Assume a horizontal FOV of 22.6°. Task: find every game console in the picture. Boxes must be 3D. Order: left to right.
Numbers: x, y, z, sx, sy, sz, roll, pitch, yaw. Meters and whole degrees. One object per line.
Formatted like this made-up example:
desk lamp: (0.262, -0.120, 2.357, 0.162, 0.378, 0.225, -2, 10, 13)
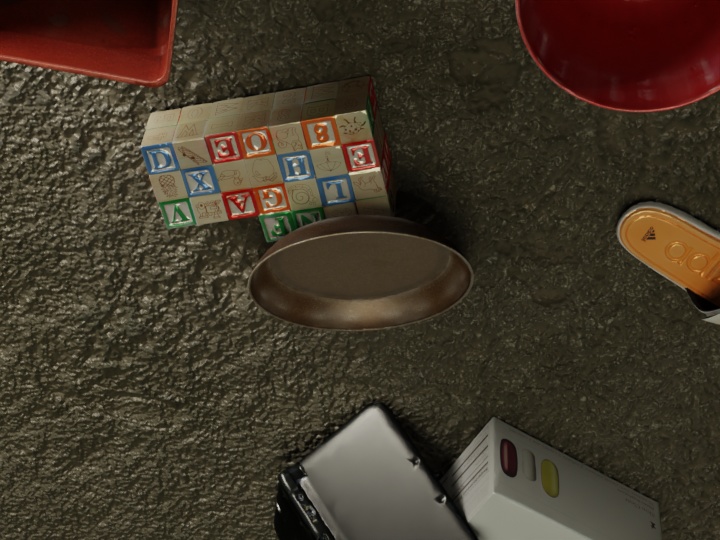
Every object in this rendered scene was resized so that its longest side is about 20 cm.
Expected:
game console: (0.015, 0.263, 1.736, 0.116, 0.201, 0.177, -24, 152, -21)

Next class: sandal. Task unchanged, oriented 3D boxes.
sandal: (0.315, 0.011, 1.590, 0.205, 0.059, 0.079, 24, 124, -12)

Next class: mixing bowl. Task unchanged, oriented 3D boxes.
mixing bowl: (0.219, -0.236, 1.396, 0.198, 0.109, 0.202, 2, 126, 3)

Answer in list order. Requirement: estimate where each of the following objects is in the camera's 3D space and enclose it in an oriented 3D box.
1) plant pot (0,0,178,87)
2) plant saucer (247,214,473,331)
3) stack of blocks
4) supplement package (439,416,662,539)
plant pot: (-0.219, -0.282, 1.359, 0.198, 0.177, 0.201, 10, 125, -2)
plant saucer: (0.000, 0.000, 1.583, 0.198, 0.032, 0.201, -1, 153, -1)
stack of blocks: (-0.076, -0.088, 1.553, 0.198, 0.059, 0.116, -8, 124, 10)
supplement package: (0.170, 0.267, 1.750, 0.199, 0.111, 0.156, 27, 123, -15)
